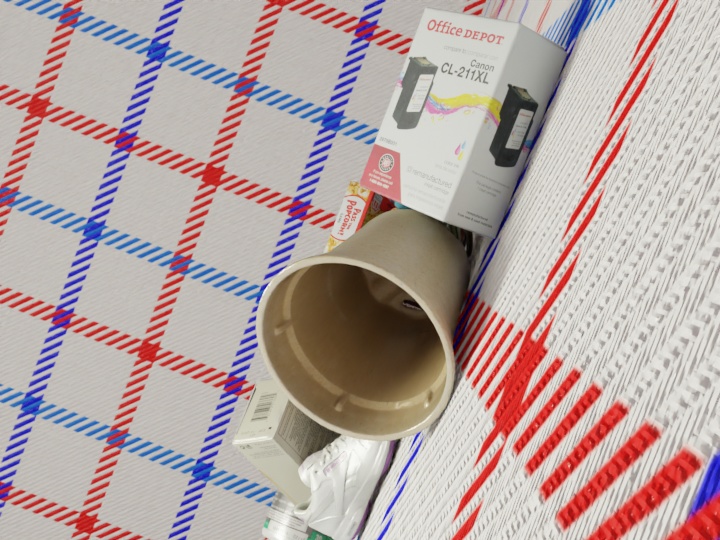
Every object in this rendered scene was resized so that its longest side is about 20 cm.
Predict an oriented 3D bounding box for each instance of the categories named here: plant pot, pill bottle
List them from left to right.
[{"bbox_3d":[-0.063,0.318,1.358,0.113,0.112,0.202,115,176,-76],"label":"pill bottle"},{"bbox_3d":[0.024,0.035,0.914,0.184,0.199,0.202,-52,-14,-54],"label":"plant pot"}]

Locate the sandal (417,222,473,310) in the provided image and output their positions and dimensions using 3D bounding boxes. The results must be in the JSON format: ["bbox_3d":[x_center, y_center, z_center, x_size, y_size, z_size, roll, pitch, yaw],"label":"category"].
[{"bbox_3d":[0.105,-0.040,1.057,0.080,0.057,0.203,-36,38,47],"label":"sandal"}]

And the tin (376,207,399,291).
[{"bbox_3d":[0.026,0.000,1.103,0.200,0.041,0.113,130,150,-62],"label":"tin"}]

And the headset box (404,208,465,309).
[{"bbox_3d":[0.088,-0.023,1.213,0.149,0.077,0.202,116,173,-81],"label":"headset box"}]

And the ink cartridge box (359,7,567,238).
[{"bbox_3d":[0.101,-0.154,0.926,0.145,0.082,0.202,28,100,48],"label":"ink cartridge box"}]

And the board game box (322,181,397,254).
[{"bbox_3d":[0.000,0.000,1.258,0.151,0.046,0.202,36,-109,-58],"label":"board game box"}]

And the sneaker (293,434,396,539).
[{"bbox_3d":[-0.018,0.231,1.093,0.075,0.099,0.202,-65,-3,-81],"label":"sneaker"}]

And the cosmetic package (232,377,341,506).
[{"bbox_3d":[-0.071,0.240,1.191,0.071,0.201,0.106,-13,38,32],"label":"cosmetic package"}]

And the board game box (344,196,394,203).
[{"bbox_3d":[0.072,-0.139,1.402,0.199,0.026,0.200,-32,-7,3],"label":"board game box"}]

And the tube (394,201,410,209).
[{"bbox_3d":[0.130,-0.146,1.292,0.200,0.050,0.078,-44,20,31],"label":"tube"}]
